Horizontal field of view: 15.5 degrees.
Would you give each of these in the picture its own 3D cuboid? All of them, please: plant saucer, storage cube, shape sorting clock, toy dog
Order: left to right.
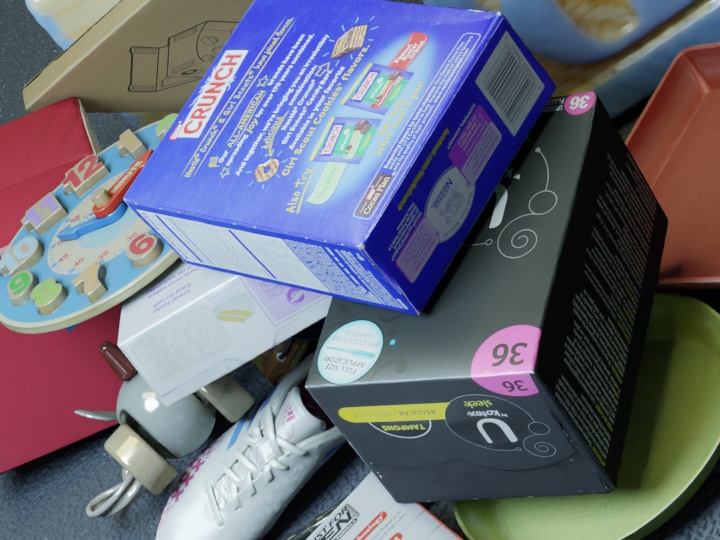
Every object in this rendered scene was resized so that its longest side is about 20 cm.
[{"bbox_3d":[-0.243,0.014,1.911,0.179,0.201,0.171,-23,34,-1],"label":"storage cube"},{"bbox_3d":[-0.160,-0.035,1.720,0.199,0.039,0.200,-31,25,16],"label":"shape sorting clock"},{"bbox_3d":[-0.143,0.082,1.767,0.132,0.096,0.200,-45,6,-24],"label":"toy dog"},{"bbox_3d":[0.145,0.100,1.582,0.199,0.031,0.201,-27,35,22],"label":"plant saucer"},{"bbox_3d":[0.230,-0.061,1.650,0.199,0.037,0.201,-2,51,56],"label":"plant saucer"}]

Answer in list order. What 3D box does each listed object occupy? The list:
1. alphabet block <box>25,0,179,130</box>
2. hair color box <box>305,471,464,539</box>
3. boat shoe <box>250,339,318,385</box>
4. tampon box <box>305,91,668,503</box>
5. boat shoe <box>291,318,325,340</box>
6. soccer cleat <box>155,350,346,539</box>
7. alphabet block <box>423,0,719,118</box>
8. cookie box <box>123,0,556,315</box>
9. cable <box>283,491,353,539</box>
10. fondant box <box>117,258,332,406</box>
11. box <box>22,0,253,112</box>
[{"bbox_3d":[-0.136,-0.247,2.109,0.199,0.197,0.196,-31,36,15],"label":"alphabet block"},{"bbox_3d":[0.036,0.204,1.548,0.102,0.061,0.200,-45,34,-6],"label":"hair color box"},{"bbox_3d":[0.000,0.000,1.805,0.200,0.072,0.068,-43,69,20],"label":"boat shoe"},{"bbox_3d":[0.079,0.018,1.558,0.149,0.126,0.201,-6,50,29],"label":"tampon box"},{"bbox_3d":[0.008,-0.002,1.725,0.199,0.069,0.085,-8,72,10],"label":"boat shoe"},{"bbox_3d":[-0.061,0.117,1.711,0.200,0.070,0.086,-48,-7,-10],"label":"soccer cleat"},{"bbox_3d":[0.140,-0.240,1.811,0.196,0.196,0.200,-31,34,12],"label":"alphabet block"},{"bbox_3d":[-0.014,-0.075,1.553,0.199,0.075,0.172,12,62,43],"label":"cookie box"},{"bbox_3d":[-0.035,0.189,1.675,0.199,0.050,0.097,-34,5,-11],"label":"cable"},{"bbox_3d":[-0.076,-0.016,1.690,0.144,0.058,0.200,-30,26,14],"label":"fondant box"},{"bbox_3d":[-0.128,-0.164,1.919,0.200,0.163,0.021,-34,65,47],"label":"box"}]
